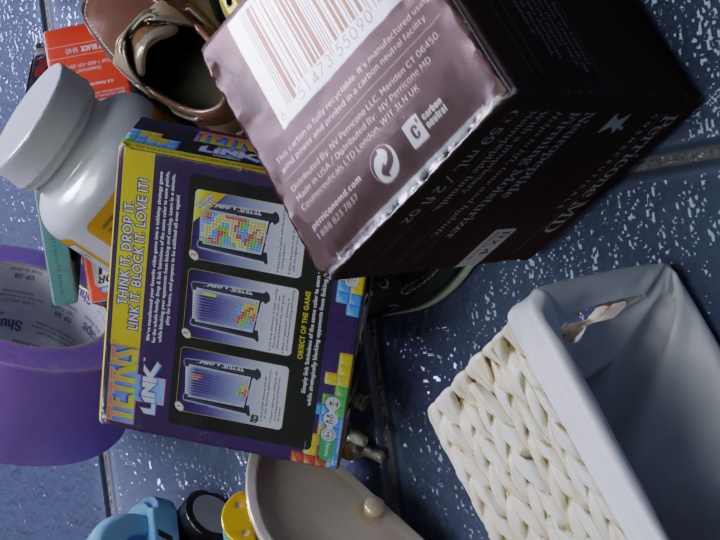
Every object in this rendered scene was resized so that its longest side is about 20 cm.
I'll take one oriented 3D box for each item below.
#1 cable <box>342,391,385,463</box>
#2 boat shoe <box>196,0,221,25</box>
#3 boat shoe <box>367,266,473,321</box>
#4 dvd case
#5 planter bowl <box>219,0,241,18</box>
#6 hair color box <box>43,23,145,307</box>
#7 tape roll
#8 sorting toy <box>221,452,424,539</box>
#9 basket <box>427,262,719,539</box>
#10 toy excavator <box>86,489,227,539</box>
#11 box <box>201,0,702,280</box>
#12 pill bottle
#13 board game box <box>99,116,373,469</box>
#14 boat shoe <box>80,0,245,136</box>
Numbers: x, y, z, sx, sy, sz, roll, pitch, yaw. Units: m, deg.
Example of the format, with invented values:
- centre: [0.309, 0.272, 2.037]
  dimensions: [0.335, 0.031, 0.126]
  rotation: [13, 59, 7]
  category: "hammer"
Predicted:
- centre: [-0.070, 0.086, 1.187]
  dimensions: [0.198, 0.050, 0.098]
  rotation: [5, 136, 39]
  category: "cable"
- centre: [-0.127, -0.155, 1.214]
  dimensions: [0.072, 0.065, 0.202]
  rotation: [-53, 57, 39]
  category: "boat shoe"
- centre: [-0.001, -0.002, 1.111]
  dimensions: [0.198, 0.066, 0.075]
  rotation: [-21, 81, 44]
  category: "boat shoe"
- centre: [-0.232, -0.079, 1.257]
  dimensions: [0.200, 0.022, 0.148]
  rotation: [-113, 16, -67]
  category: "dvd case"
- centre: [-0.039, -0.203, 1.113]
  dimensions: [0.199, 0.083, 0.203]
  rotation: [7, 100, 44]
  category: "planter bowl"
- centre: [-0.187, -0.077, 1.249]
  dimensions: [0.111, 0.063, 0.203]
  rotation: [115, 144, -86]
  category: "hair color box"
- centre: [-0.268, 0.062, 1.288]
  dimensions: [0.199, 0.199, 0.086]
  rotation: [36, 119, 35]
  category: "tape roll"
- centre: [-0.027, 0.228, 1.142]
  dimensions: [0.200, 0.107, 0.181]
  rotation: [40, 144, 19]
  category: "sorting toy"
- centre: [0.148, 0.116, 0.938]
  dimensions: [0.123, 0.135, 0.202]
  rotation: [-44, 65, 42]
  category: "basket"
- centre: [-0.192, 0.246, 1.205]
  dimensions: [0.100, 0.198, 0.196]
  rotation: [-54, 31, 35]
  category: "toy excavator"
- centre: [0.052, -0.112, 0.947]
  dimensions: [0.166, 0.199, 0.165]
  rotation: [-45, 65, 34]
  category: "box"
- centre: [-0.147, -0.050, 1.129]
  dimensions: [0.113, 0.199, 0.113]
  rotation: [-43, 26, 27]
  category: "pill bottle"
- centre: [-0.076, 0.016, 1.056]
  dimensions: [0.163, 0.057, 0.202]
  rotation: [12, 116, 5]
  category: "board game box"
- centre: [-0.129, -0.151, 1.128]
  dimensions: [0.199, 0.072, 0.076]
  rotation: [35, 93, 33]
  category: "boat shoe"
